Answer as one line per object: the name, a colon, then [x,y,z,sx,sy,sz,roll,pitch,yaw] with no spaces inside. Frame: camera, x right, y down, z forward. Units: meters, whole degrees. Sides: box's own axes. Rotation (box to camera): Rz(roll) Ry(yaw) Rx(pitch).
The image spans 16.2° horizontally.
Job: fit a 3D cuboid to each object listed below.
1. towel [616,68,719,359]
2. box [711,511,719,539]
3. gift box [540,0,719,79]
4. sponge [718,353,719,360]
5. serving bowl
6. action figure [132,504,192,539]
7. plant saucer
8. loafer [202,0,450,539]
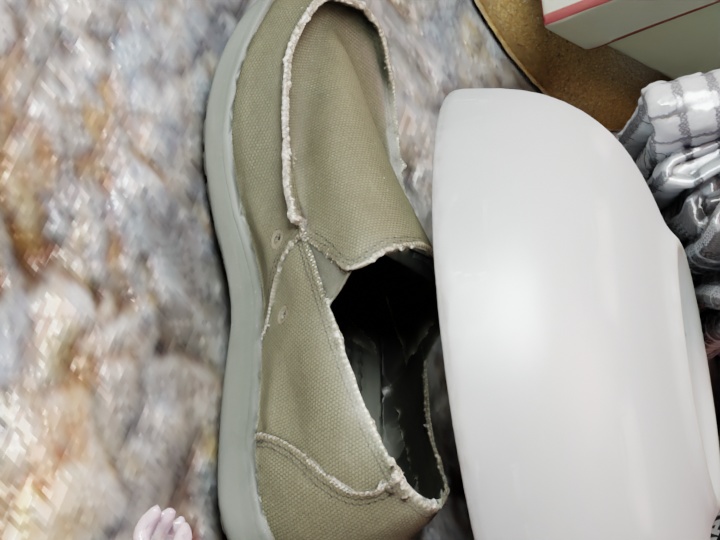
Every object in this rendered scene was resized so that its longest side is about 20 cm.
towel: [0.178,-0.027,0.888,0.200,0.165,0.086,94,-19,-82]
box: [0.206,0.109,1.006,0.159,0.046,0.200,52,50,-27]
gift box: [0.169,-0.181,0.933,0.186,0.199,0.185,17,56,-50]
sponge: [0.204,0.038,1.087,0.200,0.030,0.112,50,39,-29]
serving bowl: [0.076,0.037,0.802,0.200,0.065,0.201,-9,90,-79]
action figure: [-0.027,0.161,0.659,0.199,0.134,0.149,22,100,-34]
plant saucer: [0.091,-0.157,1.013,0.200,0.035,0.201,29,52,-46]
loafer: [0.000,0.000,0.770,0.075,0.069,0.201,24,55,-48]
